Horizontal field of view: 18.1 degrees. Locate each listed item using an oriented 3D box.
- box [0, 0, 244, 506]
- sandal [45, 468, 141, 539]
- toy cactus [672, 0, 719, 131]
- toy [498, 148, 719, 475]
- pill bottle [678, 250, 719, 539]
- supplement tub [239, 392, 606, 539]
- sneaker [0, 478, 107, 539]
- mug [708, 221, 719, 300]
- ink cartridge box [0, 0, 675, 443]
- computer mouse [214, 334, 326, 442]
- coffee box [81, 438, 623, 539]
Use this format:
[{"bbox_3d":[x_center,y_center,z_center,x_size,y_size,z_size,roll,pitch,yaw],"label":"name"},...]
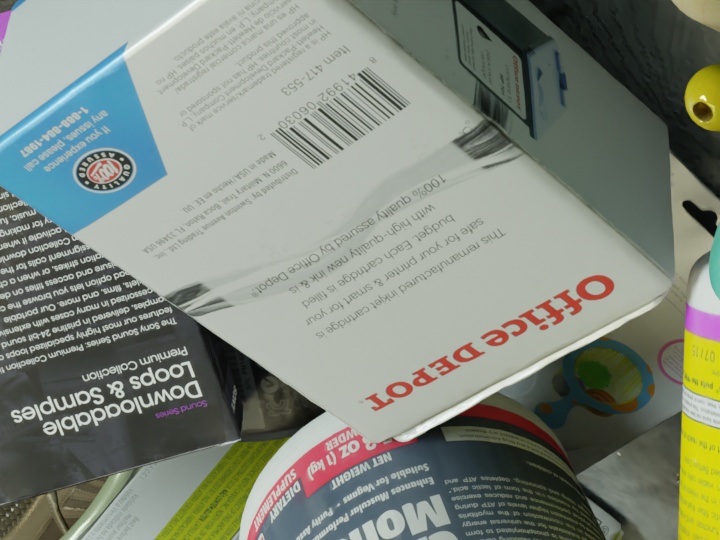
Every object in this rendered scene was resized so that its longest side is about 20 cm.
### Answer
[{"bbox_3d":[-0.142,-0.008,0.864,0.142,0.036,0.201,-15,109,8],"label":"box"},{"bbox_3d":[-0.115,0.077,1.112,0.057,0.201,0.080,36,-168,6],"label":"sandal"},{"bbox_3d":[0.110,-0.114,0.681,0.200,0.102,0.165,53,-171,19],"label":"toy cactus"},{"bbox_3d":[0.079,0.015,0.908,0.115,0.047,0.200,44,127,-9],"label":"toy"},{"bbox_3d":[0.163,0.094,0.795,0.104,0.104,0.201,8,100,42],"label":"pill bottle"},{"bbox_3d":[0.039,0.151,0.845,0.200,0.140,0.141,-112,2,-50],"label":"supplement tub"},{"bbox_3d":[-0.136,0.095,1.257,0.200,0.075,0.071,-39,55,43],"label":"sneaker"},{"bbox_3d":[0.211,0.003,0.672,0.152,0.115,0.185,-40,105,19],"label":"mug"},{"bbox_3d":[-0.008,-0.043,0.781,0.146,0.086,0.200,-31,129,32],"label":"ink cartridge box"},{"bbox_3d":[-0.087,0.022,0.921,0.199,0.053,0.139,-5,111,5],"label":"computer mouse"},{"bbox_3d":[-0.027,0.172,1.092,0.197,0.200,0.200,36,149,6],"label":"coffee box"}]
